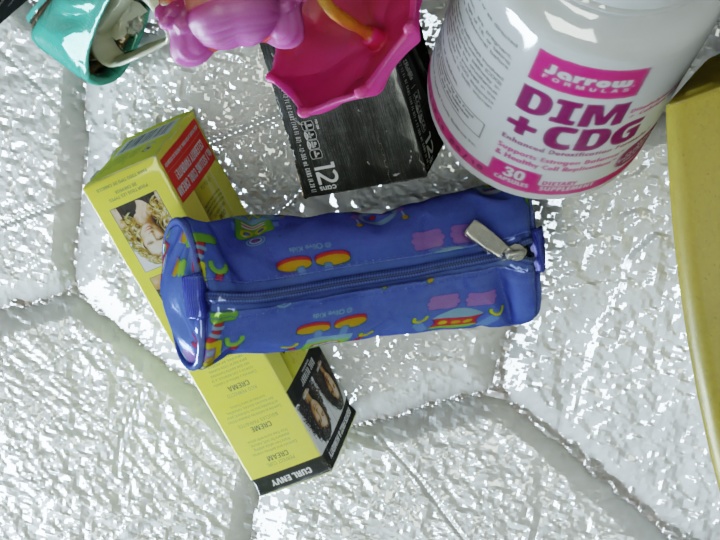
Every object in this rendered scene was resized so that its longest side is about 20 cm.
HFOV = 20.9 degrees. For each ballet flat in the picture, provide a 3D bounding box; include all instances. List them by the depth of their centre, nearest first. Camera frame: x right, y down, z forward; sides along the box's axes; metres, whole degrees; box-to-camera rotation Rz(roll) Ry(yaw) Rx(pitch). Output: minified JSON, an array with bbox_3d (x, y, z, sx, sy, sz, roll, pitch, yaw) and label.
[{"bbox_3d":[-0.105,-0.151,0.959,0.070,0.067,0.200,43,147,-3],"label":"ballet flat"}]

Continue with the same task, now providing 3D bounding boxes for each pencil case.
[{"bbox_3d":[0.000,0.000,0.986,0.200,0.087,0.078,-8,89,-12],"label":"pencil case"}]

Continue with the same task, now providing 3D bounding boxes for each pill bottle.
[{"bbox_3d":[0.099,-0.121,0.870,0.113,0.113,0.200,24,156,3],"label":"pill bottle"}]

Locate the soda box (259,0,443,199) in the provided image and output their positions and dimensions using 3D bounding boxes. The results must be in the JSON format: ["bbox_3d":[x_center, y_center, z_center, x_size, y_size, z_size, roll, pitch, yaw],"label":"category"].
[{"bbox_3d":[-0.016,-0.142,0.972,0.071,0.063,0.200,-9,113,18],"label":"soda box"}]

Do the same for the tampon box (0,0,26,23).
[{"bbox_3d":[-0.205,-0.197,0.917,0.150,0.200,0.126,39,118,-7],"label":"tampon box"}]

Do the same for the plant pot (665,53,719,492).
[{"bbox_3d":[0.242,-0.030,0.893,0.200,0.200,0.177,-19,99,23],"label":"plant pot"}]

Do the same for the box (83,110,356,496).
[{"bbox_3d":[-0.073,0.019,1.061,0.050,0.075,0.200,-22,107,21],"label":"box"}]

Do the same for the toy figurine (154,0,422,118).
[{"bbox_3d":[-0.044,-0.147,0.856,0.200,0.150,0.184,-13,133,-4],"label":"toy figurine"}]
